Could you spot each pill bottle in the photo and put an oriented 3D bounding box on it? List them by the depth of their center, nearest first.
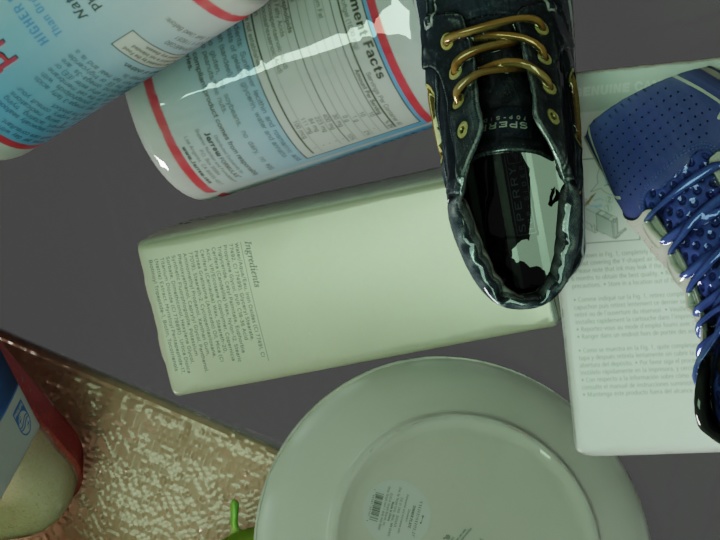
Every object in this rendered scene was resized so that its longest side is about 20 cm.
[{"bbox_3d":[-0.145,-0.118,0.993,0.200,0.109,0.109,-30,90,20],"label":"pill bottle"},{"bbox_3d":[-0.006,-0.111,1.058,0.200,0.109,0.109,-17,95,19],"label":"pill bottle"}]

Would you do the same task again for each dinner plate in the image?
[{"bbox_3d":[0.049,0.134,1.065,0.200,0.024,0.200,5,69,-12],"label":"dinner plate"}]

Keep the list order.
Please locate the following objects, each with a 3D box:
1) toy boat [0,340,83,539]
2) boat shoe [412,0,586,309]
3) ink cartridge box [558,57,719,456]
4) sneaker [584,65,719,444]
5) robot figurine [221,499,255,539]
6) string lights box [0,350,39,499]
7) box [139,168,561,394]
[{"bbox_3d":[-0.222,0.045,1.148,0.130,0.131,0.200,-8,139,21],"label":"toy boat"},{"bbox_3d":[0.062,-0.083,0.948,0.071,0.091,0.201,-11,96,5],"label":"boat shoe"},{"bbox_3d":[0.184,-0.009,0.983,0.200,0.044,0.174,-4,95,25],"label":"ink cartridge box"},{"bbox_3d":[0.164,0.008,0.908,0.081,0.115,0.200,-37,82,23],"label":"sneaker"},{"bbox_3d":[-0.019,0.210,1.116,0.200,0.116,0.175,44,96,6],"label":"robot figurine"},{"bbox_3d":[-0.233,0.016,0.995,0.103,0.059,0.200,-8,123,22],"label":"string lights box"},{"bbox_3d":[0.000,0.000,1.090,0.200,0.068,0.082,-10,97,18],"label":"box"}]
